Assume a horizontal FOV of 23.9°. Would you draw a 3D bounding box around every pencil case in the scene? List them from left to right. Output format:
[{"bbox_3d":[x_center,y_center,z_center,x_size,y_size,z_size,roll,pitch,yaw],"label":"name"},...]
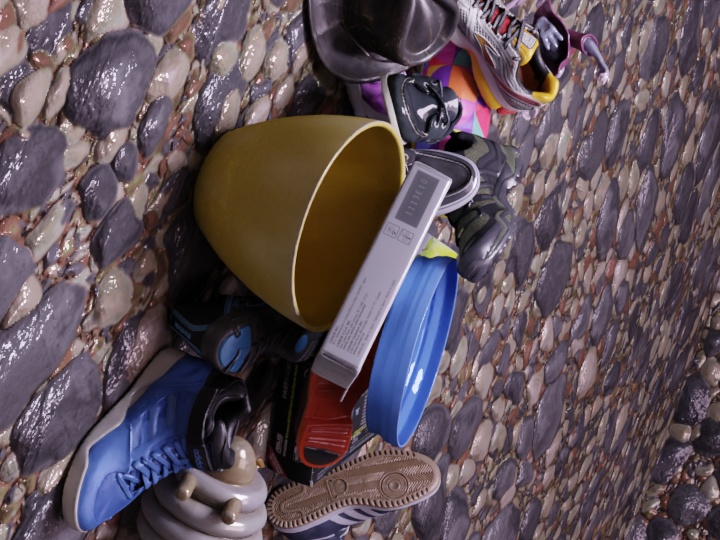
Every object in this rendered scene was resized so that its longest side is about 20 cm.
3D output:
[{"bbox_3d":[0.099,-0.150,1.854,0.088,0.088,0.201,22,76,-66],"label":"pencil case"}]

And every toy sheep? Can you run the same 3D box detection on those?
[{"bbox_3d":[-0.156,0.244,1.641,0.200,0.138,0.138,-61,159,16],"label":"toy sheep"}]

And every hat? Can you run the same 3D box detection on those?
[{"bbox_3d":[0.042,-0.256,1.651,0.200,0.081,0.201,-21,133,-25],"label":"hat"}]

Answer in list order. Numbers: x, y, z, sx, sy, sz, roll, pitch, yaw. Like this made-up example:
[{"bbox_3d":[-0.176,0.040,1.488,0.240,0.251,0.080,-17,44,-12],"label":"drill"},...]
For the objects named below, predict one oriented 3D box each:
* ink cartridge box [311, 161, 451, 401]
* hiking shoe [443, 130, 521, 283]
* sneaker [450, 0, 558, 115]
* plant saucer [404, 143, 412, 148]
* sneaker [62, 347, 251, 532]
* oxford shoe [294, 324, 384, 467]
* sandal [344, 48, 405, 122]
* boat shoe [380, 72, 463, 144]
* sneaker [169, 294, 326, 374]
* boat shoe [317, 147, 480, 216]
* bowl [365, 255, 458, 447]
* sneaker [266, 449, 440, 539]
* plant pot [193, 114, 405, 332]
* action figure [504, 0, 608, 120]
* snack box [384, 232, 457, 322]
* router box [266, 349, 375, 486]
[{"bbox_3d":[0.014,0.014,1.579,0.200,0.043,0.174,-64,-179,-15],"label":"ink cartridge box"},{"bbox_3d":[0.103,-0.069,1.743,0.200,0.100,0.076,-78,-164,-49],"label":"hiking shoe"},{"bbox_3d":[0.146,-0.252,1.783,0.200,0.082,0.078,53,57,-31],"label":"sneaker"},{"bbox_3d":[0.016,-0.055,1.885,0.200,0.037,0.201,-45,145,-43],"label":"plant saucer"},{"bbox_3d":[-0.177,0.165,1.546,0.200,0.111,0.077,-54,150,-32],"label":"sneaker"},{"bbox_3d":[-0.030,0.105,1.744,0.071,0.073,0.200,8,123,-22],"label":"oxford shoe"},{"bbox_3d":[0.028,-0.187,1.790,0.083,0.050,0.203,-65,156,-11],"label":"sandal"},{"bbox_3d":[0.066,-0.162,1.691,0.199,0.066,0.075,16,63,-78],"label":"boat shoe"},{"bbox_3d":[-0.099,0.045,1.640,0.200,0.082,0.073,-4,117,-57],"label":"sneaker"},{"bbox_3d":[0.019,-0.094,1.668,0.066,0.199,0.070,97,-3,-79],"label":"boat shoe"},{"bbox_3d":[0.052,0.079,1.734,0.201,0.039,0.201,16,90,-79],"label":"bowl"},{"bbox_3d":[-0.002,0.267,1.949,0.109,0.199,0.070,73,3,-60],"label":"sneaker"},{"bbox_3d":[-0.068,-0.061,1.568,0.200,0.142,0.200,-46,147,-42],"label":"plant pot"},{"bbox_3d":[0.222,-0.272,2.127,0.149,0.134,0.200,60,21,-4],"label":"action figure"},{"bbox_3d":[0.000,0.000,1.782,0.200,0.053,0.142,33,83,-45],"label":"snack box"},{"bbox_3d":[-0.023,0.132,1.914,0.200,0.062,0.150,-31,136,-55],"label":"router box"}]
